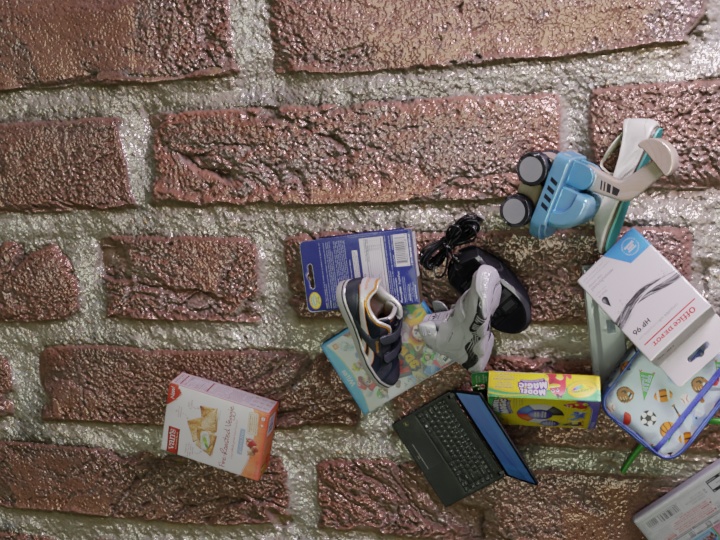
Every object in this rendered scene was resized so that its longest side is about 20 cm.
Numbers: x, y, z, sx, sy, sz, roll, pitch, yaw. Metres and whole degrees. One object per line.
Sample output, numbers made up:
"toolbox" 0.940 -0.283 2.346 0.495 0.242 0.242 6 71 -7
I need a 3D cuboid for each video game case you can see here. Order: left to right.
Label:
"video game case" 0.048 0.137 1.357 0.198 0.018 0.145 -33 95 20
"video game case" 0.574 0.415 1.294 0.199 0.022 0.183 -41 92 19

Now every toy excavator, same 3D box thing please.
"toy excavator" 0.325 -0.119 1.144 0.198 0.099 0.198 30 113 25

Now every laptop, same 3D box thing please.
"laptop" 0.167 0.301 1.325 0.198 0.103 0.179 -33 94 20

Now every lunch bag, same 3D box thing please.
"lunch bag" 0.470 0.170 1.209 0.159 0.075 0.202 39 101 11

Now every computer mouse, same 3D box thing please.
"computer mouse" 0.198 0.009 1.261 0.201 0.053 0.138 48 131 -2

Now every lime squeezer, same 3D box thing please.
"lime squeezer" 0.488 0.255 1.273 0.198 0.038 0.071 -31 126 19

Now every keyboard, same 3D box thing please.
"keyboard" 0.386 0.088 1.264 0.055 0.011 0.205 -7 103 11

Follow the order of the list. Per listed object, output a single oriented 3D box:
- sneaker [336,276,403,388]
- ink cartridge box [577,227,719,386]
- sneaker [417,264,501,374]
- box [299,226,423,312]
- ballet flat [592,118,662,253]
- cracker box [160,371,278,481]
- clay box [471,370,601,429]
"sneaker" 0.033 0.102 1.281 0.078 0.079 0.203 -11 118 29
"ink cartridge box" 0.425 0.053 1.159 0.116 0.067 0.201 -45 60 14
"sneaker" 0.150 0.068 1.241 0.113 0.075 0.203 18 133 21
"box" 0.000 0.000 1.317 0.195 0.032 0.124 -5 97 18
"ballet flat" 0.377 -0.129 1.186 0.068 0.069 0.204 21 104 7
"cracker box" -0.255 0.280 1.451 0.195 0.058 0.137 15 107 11
"clay box" 0.273 0.204 1.266 0.195 0.049 0.116 0 148 12
